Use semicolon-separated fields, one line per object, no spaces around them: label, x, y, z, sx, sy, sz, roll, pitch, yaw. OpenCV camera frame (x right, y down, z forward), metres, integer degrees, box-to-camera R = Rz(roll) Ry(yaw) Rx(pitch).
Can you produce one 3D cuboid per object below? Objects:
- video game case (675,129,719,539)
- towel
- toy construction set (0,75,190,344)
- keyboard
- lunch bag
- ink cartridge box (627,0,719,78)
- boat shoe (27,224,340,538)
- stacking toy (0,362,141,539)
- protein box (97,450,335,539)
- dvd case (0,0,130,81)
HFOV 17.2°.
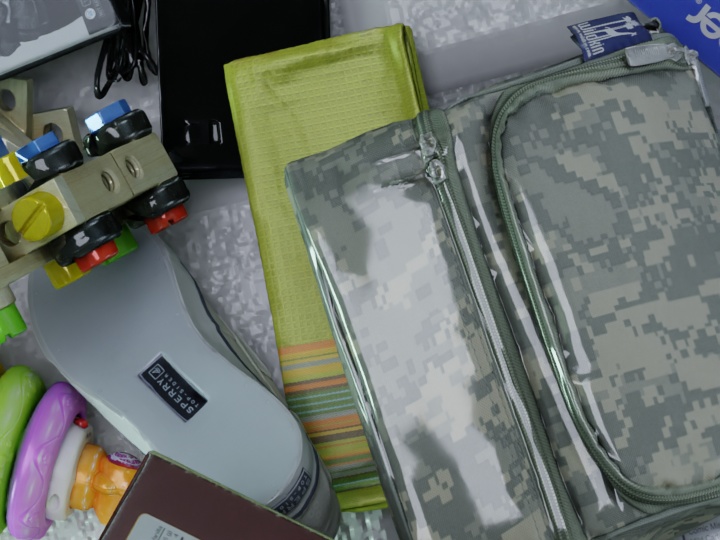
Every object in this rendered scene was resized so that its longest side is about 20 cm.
video game case;0.183;0.027;0.968;0.199;0.023;0.183;-15;81;14
towel;0.000;0.000;1.010;0.086;0.018;0.201;-12;85;4
toy construction set;-0.150;-0.018;0.984;0.131;0.200;0.092;-28;108;27
keyboard;-0.067;-0.139;1.055;0.104;0.040;0.201;-1;82;-8
lunch bag;0.077;0.019;0.921;0.167;0.139;0.201;-19;80;2
ink cartridge box;0.127;-0.154;0.944;0.200;0.044;0.094;41;113;9
boat shoe;-0.072;0.050;1.008;0.071;0.070;0.200;-43;50;-6
stacking toy;-0.157;0.079;1.023;0.199;0.116;0.110;15;91;5
protein box;-0.011;0.196;0.896;0.199;0.199;0.135;25;72;16
dvd case;-0.214;-0.136;1.007;0.199;0.025;0.151;-21;90;10
